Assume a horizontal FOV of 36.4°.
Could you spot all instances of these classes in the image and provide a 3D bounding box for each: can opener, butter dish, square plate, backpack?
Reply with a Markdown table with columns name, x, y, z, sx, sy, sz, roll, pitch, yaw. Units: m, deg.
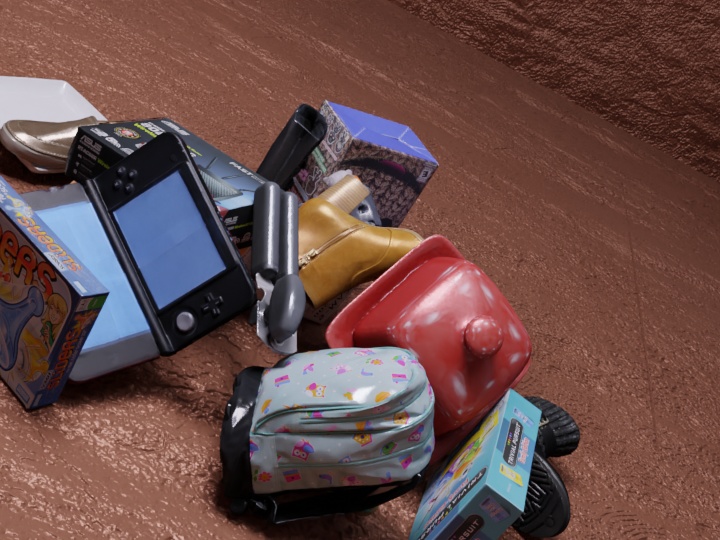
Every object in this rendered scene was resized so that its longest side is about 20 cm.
| name | x | y | z | sx | sy | sz | roll | pitch | yaw |
| --- | --- | --- | --- | --- | --- | --- | --- | --- | --- |
| can opener | -0.078 | -0.005 | 1.106 | 0.053 | 0.066 | 0.201 | 30 | 41 | -38 |
| butter dish | 0.101 | 0.078 | 1.173 | 0.199 | 0.148 | 0.200 | -40 | 98 | -25 |
| square plate | -0.399 | -0.183 | 1.405 | 0.200 | 0.029 | 0.198 | 43 | 25 | 21 |
| backpack | -0.027 | 0.147 | 1.047 | 0.199 | 0.127 | 0.167 | -3 | 31 | 5 |

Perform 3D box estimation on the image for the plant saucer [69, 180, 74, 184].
| name | x | y | z | sx | sy | sz | roll | pitch | yaw |
| --- | --- | --- | --- | --- | --- | --- | --- | --- | --- |
| plant saucer | -0.262 | -0.043 | 1.306 | 0.200 | 0.032 | 0.201 | 28 | 24 | -13 |

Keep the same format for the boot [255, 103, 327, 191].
| name | x | y | z | sx | sy | sz | roll | pitch | yaw |
| --- | --- | --- | --- | --- | --- | --- | --- | --- | --- |
| boot | -0.118 | -0.138 | 1.452 | 0.065 | 0.200 | 0.165 | 23 | 26 | -19 |

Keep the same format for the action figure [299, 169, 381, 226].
| name | x | y | z | sx | sy | sz | roll | pitch | yaw |
| --- | --- | --- | --- | --- | --- | --- | --- | --- | --- |
| action figure | 0.013 | -0.044 | 1.403 | 0.194 | 0.104 | 0.200 | 62 | 18 | 14 |

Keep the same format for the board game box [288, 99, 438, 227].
| name | x | y | z | sx | sy | sz | roll | pitch | yaw |
| --- | --- | --- | --- | --- | --- | --- | --- | --- | --- |
| board game box | -0.018 | -0.112 | 1.524 | 0.159 | 0.200 | 0.097 | 11 | 33 | -38 |

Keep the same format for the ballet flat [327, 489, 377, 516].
| name | x | y | z | sx | sy | sz | roll | pitch | yaw |
| --- | --- | --- | --- | --- | --- | --- | --- | --- | --- |
| ballet flat | -0.011 | 0.185 | 1.172 | 0.063 | 0.068 | 0.200 | 53 | 17 | -27 |

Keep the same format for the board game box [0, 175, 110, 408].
| name | x | y | z | sx | sy | sz | roll | pitch | yaw |
| --- | --- | --- | --- | --- | --- | --- | --- | --- | --- |
| board game box | -0.325 | 0.009 | 1.005 | 0.200 | 0.136 | 0.034 | 42 | 27 | 22 |

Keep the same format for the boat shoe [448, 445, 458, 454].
| name | x | y | z | sx | sy | sz | roll | pitch | yaw |
| --- | --- | --- | --- | --- | --- | --- | --- | --- | --- |
| boat shoe | 0.067 | 0.138 | 1.332 | 0.076 | 0.072 | 0.200 | 5 | 34 | -24 |

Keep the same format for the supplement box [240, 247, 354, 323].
| name | x | y | z | sx | sy | sz | roll | pitch | yaw |
| --- | --- | --- | --- | --- | --- | --- | --- | --- | --- |
| supplement box | -0.113 | -0.024 | 1.352 | 0.200 | 0.074 | 0.126 | 25 | 25 | -47 |

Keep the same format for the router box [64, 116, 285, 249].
| name | x | y | z | sx | sy | sz | roll | pitch | yaw |
| --- | --- | --- | --- | --- | --- | --- | --- | --- | --- |
| router box | -0.198 | -0.094 | 1.200 | 0.200 | 0.062 | 0.150 | 33 | 25 | 20 |

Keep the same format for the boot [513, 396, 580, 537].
| name | x | y | z | sx | sy | sz | roll | pitch | yaw |
| --- | --- | --- | --- | --- | --- | --- | --- | --- | --- |
| boot | 0.215 | 0.228 | 1.323 | 0.157 | 0.080 | 0.211 | 8 | 34 | -43 |

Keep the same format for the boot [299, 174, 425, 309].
| name | x | y | z | sx | sy | sz | roll | pitch | yaw |
| --- | --- | --- | --- | --- | --- | --- | --- | --- | --- |
| boot | 0.000 | -0.001 | 1.271 | 0.201 | 0.144 | 0.071 | 44 | -18 | 1 |

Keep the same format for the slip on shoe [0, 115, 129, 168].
| name | x | y | z | sx | sy | sz | roll | pitch | yaw |
| --- | --- | --- | --- | --- | --- | --- | --- | --- | --- |
| slip on shoe | -0.338 | -0.161 | 1.331 | 0.199 | 0.061 | 0.076 | 10 | 34 | -41 |

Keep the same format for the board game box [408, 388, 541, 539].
| name | x | y | z | sx | sy | sz | roll | pitch | yaw |
| --- | --- | --- | --- | --- | --- | --- | --- | --- | --- |
| board game box | 0.112 | 0.225 | 1.111 | 0.047 | 0.151 | 0.200 | 37 | 24 | -1 |

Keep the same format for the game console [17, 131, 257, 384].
| name | x | y | z | sx | sy | sz | roll | pitch | yaw |
| --- | --- | --- | --- | --- | --- | --- | --- | --- | --- |
| game console | -0.225 | -0.018 | 1.054 | 0.201 | 0.172 | 0.119 | 63 | 16 | 10 |
